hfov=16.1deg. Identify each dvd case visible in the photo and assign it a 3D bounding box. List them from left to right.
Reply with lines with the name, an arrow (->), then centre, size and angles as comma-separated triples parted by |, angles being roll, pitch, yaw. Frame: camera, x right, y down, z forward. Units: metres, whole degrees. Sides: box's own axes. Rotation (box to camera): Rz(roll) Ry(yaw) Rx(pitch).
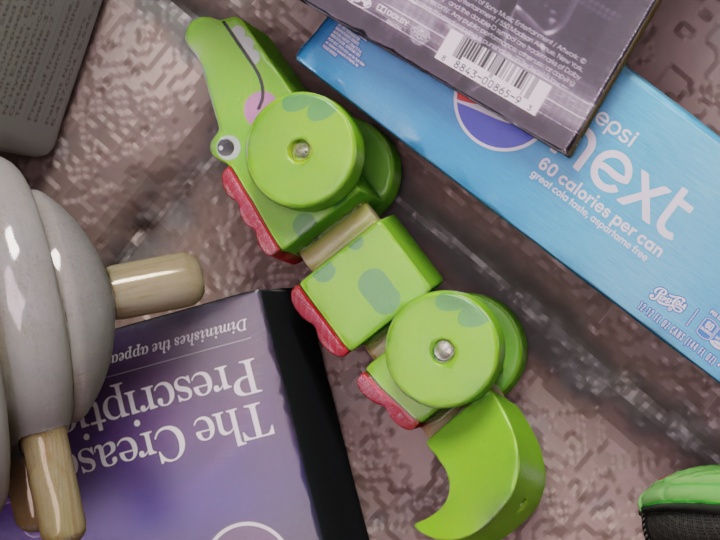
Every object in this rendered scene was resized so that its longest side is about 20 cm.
dvd case -> 0.053, -0.159, 0.807 | 0.148, 0.016, 0.200 | 31, 92, 10

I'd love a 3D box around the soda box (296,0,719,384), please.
soda box -> 0.079, -0.032, 0.837 | 0.200, 0.068, 0.064 | 38, 94, 10

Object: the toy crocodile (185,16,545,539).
toy crocodile -> 0.000, 0.000, 0.852 | 0.062, 0.067, 0.200 | -36, 82, 9

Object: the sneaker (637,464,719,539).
sneaker -> 0.177, 0.118, 0.810 | 0.199, 0.077, 0.084 | 24, 89, 12

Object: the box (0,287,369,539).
box -> -0.102, 0.099, 0.866 | 0.199, 0.079, 0.142 | -16, 88, 10

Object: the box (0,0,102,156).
box -> -0.185, -0.160, 0.840 | 0.198, 0.171, 0.201 | 18, 92, 11

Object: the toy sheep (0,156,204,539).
toy sheep -> -0.144, 0.026, 0.779 | 0.199, 0.138, 0.138 | -12, 85, -20
